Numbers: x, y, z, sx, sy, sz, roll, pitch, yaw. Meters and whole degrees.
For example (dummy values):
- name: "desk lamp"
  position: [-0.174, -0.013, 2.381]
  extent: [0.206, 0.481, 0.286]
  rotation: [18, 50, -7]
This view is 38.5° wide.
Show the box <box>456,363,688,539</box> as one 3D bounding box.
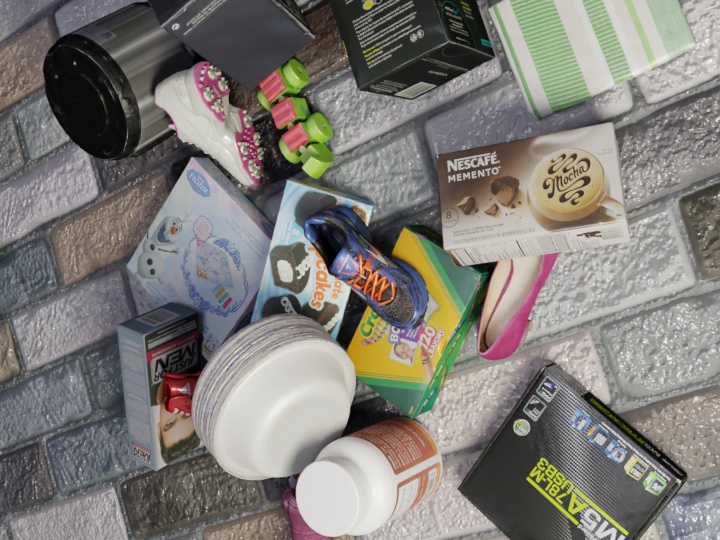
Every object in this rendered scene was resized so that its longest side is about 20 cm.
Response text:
- name: "box"
  position: [0.238, 0.244, 1.185]
  extent: [0.200, 0.047, 0.194]
  rotation: [41, 110, 22]

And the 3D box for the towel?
- name: "towel"
  position: [0.255, -0.274, 1.155]
  extent: [0.198, 0.023, 0.155]
  rotation: [-24, 82, 28]

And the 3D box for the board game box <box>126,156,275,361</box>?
- name: "board game box"
  position: [-0.209, -0.016, 1.429]
  extent: [0.200, 0.043, 0.200]
  rotation: [45, 115, 20]

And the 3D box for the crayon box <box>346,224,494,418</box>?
- name: "crayon box"
  position: [0.070, 0.061, 1.262]
  extent: [0.118, 0.058, 0.202]
  rotation: [33, 109, 25]

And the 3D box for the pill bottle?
- name: "pill bottle"
  position: [0.010, 0.247, 1.229]
  extent: [0.111, 0.199, 0.114]
  rotation: [2, 94, 29]

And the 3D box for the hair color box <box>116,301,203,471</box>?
- name: "hair color box"
  position: [-0.270, 0.158, 1.413]
  extent: [0.060, 0.098, 0.203]
  rotation: [15, 116, 35]

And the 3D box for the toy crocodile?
- name: "toy crocodile"
  position: [-0.092, -0.208, 1.337]
  extent: [0.067, 0.061, 0.202]
  rotation: [-30, 78, 28]

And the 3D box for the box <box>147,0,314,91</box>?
- name: "box"
  position: [-0.183, -0.360, 1.273]
  extent: [0.123, 0.198, 0.202]
  rotation: [-36, 64, 15]

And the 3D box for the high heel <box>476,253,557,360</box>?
- name: "high heel"
  position: [0.173, 0.002, 1.177]
  extent: [0.067, 0.096, 0.203]
  rotation: [21, 103, 27]

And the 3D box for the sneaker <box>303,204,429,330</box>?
- name: "sneaker"
  position: [0.000, 0.000, 1.222]
  extent: [0.200, 0.078, 0.076]
  rotation: [43, 114, 26]

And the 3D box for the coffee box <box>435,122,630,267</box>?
- name: "coffee box"
  position: [0.188, -0.080, 1.136]
  extent: [0.197, 0.080, 0.115]
  rotation: [-8, 73, 17]

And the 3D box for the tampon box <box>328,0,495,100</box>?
- name: "tampon box"
  position: [0.048, -0.321, 1.198]
  extent: [0.125, 0.149, 0.203]
  rotation: [-22, 82, 28]

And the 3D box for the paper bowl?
- name: "paper bowl"
  position: [-0.093, 0.162, 1.226]
  extent: [0.104, 0.199, 0.203]
  rotation: [42, 113, 40]

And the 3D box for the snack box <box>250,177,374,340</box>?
- name: "snack box"
  position: [-0.063, -0.005, 1.324]
  extent: [0.114, 0.037, 0.203]
  rotation: [16, 102, 2]

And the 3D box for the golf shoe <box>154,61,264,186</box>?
- name: "golf shoe"
  position: [-0.192, -0.184, 1.336]
  extent: [0.090, 0.201, 0.076]
  rotation: [-8, 48, 20]

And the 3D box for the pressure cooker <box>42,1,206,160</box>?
- name: "pressure cooker"
  position: [-0.298, -0.262, 1.384]
  extent: [0.177, 0.200, 0.178]
  rotation: [52, 139, -5]

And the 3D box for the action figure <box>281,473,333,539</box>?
- name: "action figure"
  position: [-0.069, 0.339, 1.320]
  extent: [0.132, 0.148, 0.203]
  rotation: [-1, 107, 36]

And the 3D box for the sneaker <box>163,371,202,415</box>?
- name: "sneaker"
  position: [-0.181, 0.155, 1.329]
  extent: [0.199, 0.115, 0.080]
  rotation: [-31, 65, 38]
